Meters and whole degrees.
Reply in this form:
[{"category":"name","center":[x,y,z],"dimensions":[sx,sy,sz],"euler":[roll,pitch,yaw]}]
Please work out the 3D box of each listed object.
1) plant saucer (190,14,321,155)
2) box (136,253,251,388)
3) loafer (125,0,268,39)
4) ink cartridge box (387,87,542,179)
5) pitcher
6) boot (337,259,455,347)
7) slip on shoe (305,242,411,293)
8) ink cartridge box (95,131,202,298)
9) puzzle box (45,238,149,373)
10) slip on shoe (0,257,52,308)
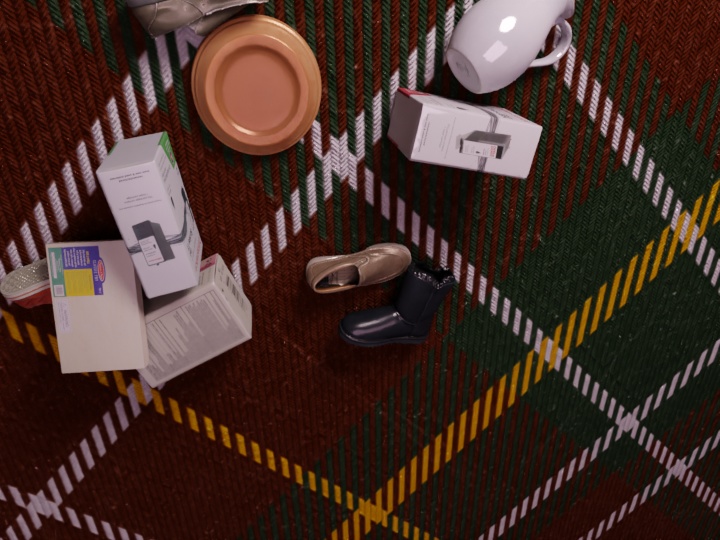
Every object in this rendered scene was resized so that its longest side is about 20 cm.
[{"category":"plant saucer","center":[-0.154,-0.270,0.809],"dimensions":[0.195,0.038,0.204],"euler":[-5,118,-10]},{"category":"box","center":[-0.300,0.085,0.928],"dimensions":[0.197,0.110,0.129],"euler":[-26,120,3]},{"category":"loafer","center":[-0.211,-0.362,0.734],"dimensions":[0.195,0.076,0.071],"euler":[-10,132,-2]},{"category":"ink cartridge box","center":[0.157,-0.216,0.843],"dimensions":[0.195,0.147,0.085],"euler":[5,116,-16]},{"category":"pitcher","center":[0.236,-0.347,0.817],"dimensions":[0.199,0.121,0.172],"euler":[-42,135,-1]},{"category":"boot","center":[0.067,0.057,1.004],"dimensions":[0.196,0.077,0.171],"euler":[4,125,-22]},{"category":"slip on shoe","center":[0.000,0.000,0.976],"dimensions":[0.195,0.061,0.078],"euler":[-6,120,-9]},{"category":"ink cartridge box","center":[-0.307,-0.085,0.814],"dimensions":[0.081,0.147,0.204],"euler":[-12,121,-6]},{"category":"puzzle box","center":[-0.404,0.054,0.835],"dimensions":[0.130,0.025,0.205],"euler":[-2,98,-1]},{"category":"slip on shoe","center":[-0.474,0.011,0.880],"dimensions":[0.196,0.075,0.062],"euler":[-19,145,-4]}]
